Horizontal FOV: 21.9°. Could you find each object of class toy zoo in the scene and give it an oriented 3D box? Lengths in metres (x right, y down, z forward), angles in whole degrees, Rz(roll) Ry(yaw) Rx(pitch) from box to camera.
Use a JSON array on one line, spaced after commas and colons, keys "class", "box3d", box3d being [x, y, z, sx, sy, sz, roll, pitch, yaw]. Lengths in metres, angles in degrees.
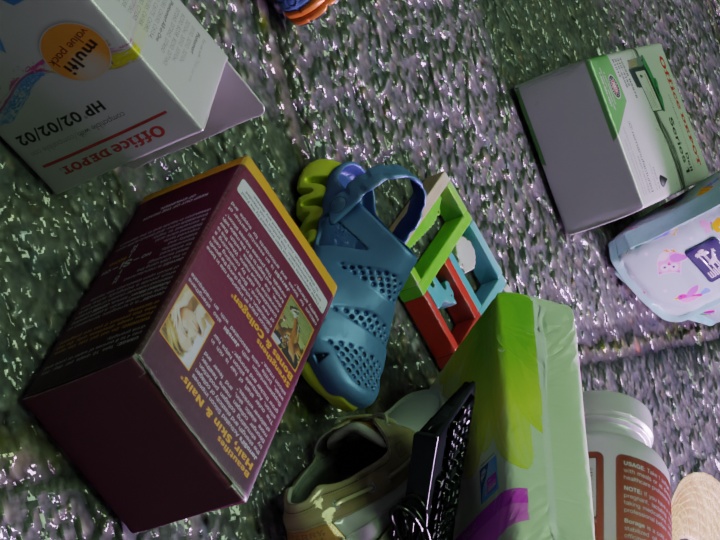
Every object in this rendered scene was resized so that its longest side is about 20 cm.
[{"class": "toy zoo", "box3d": [0.086, 0.036, 1.451, 0.200, 0.020, 0.131, 60, 31, -15]}]

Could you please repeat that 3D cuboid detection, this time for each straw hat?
[{"class": "straw hat", "box3d": [0.253, 0.270, 1.522, 0.201, 0.085, 0.201, 27, 56, -50]}]

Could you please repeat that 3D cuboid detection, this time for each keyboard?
[{"class": "keyboard", "box3d": [0.051, 0.175, 1.186, 0.104, 0.040, 0.200, -43, 146, -48]}]

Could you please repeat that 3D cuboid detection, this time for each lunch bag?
[{"class": "lunch bag", "box3d": [0.345, -0.031, 1.767, 0.200, 0.170, 0.122, 13, 54, -55]}]

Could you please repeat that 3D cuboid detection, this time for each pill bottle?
[{"class": "pill bottle", "box3d": [0.181, 0.197, 1.420, 0.112, 0.112, 0.200, 43, 39, -38]}]

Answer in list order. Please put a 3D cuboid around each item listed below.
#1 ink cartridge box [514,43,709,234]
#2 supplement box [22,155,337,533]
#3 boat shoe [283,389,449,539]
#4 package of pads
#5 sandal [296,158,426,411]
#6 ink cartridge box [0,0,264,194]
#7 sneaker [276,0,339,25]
[{"class": "ink cartridge box", "box3d": [0.237, -0.127, 1.735, 0.200, 0.084, 0.146, -23, 93, -60]}, {"class": "supplement box", "box3d": [-0.098, 0.040, 1.082, 0.110, 0.086, 0.200, 56, 32, -24]}, {"class": "boat shoe", "box3d": [0.011, 0.127, 1.220, 0.068, 0.075, 0.200, 66, 30, -19]}, {"class": "package of pads", "box3d": [0.101, 0.138, 1.289, 0.068, 0.155, 0.200, 8, 59, -15]}, {"class": "sandal", "box3d": [0.000, 0.000, 1.270, 0.079, 0.087, 0.200, 36, 46, -47]}, {"class": "ink cartridge box", "box3d": [-0.158, -0.120, 1.050, 0.200, 0.115, 0.068, 49, 36, -32]}, {"class": "sneaker", "box3d": [-0.049, -0.281, 1.374, 0.078, 0.075, 0.200, 31, 46, -43]}]
